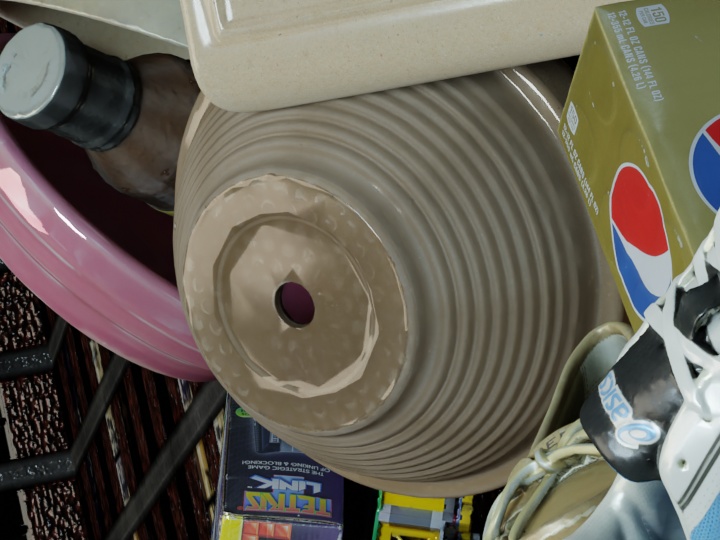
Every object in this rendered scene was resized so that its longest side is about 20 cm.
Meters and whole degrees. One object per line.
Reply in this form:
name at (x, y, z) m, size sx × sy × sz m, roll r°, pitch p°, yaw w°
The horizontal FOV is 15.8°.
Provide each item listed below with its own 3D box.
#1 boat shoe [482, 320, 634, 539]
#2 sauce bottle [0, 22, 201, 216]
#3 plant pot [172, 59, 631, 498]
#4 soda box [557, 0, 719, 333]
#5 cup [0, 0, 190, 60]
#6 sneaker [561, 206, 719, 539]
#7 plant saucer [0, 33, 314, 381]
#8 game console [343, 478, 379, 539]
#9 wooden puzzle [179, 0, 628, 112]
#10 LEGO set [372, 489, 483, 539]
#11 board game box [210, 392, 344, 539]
boat shoe at (0.075, 0.062, 0.822) m, size 0.063 × 0.073 × 0.201 m, roll 58°, pitch -159°, yaw 0°
sauce bottle at (-0.068, -0.052, 1.078) m, size 0.065 × 0.200 × 0.065 m, roll -12°, pitch 70°, yaw 35°
plant pot at (0.000, 0.000, 0.965) m, size 0.200 × 0.093 × 0.202 m, roll 11°, pitch 113°, yaw 28°
soda box at (0.122, 0.015, 0.761) m, size 0.068 × 0.064 × 0.201 m, roll 101°, pitch 154°, yaw -57°
cup at (-0.050, -0.152, 1.142) m, size 0.200 × 0.200 × 0.144 m, roll -171°, pitch 99°, yaw -76°
sneaker at (0.098, 0.018, 0.635) m, size 0.072 × 0.072 × 0.201 m, roll -116°, pitch 33°, yaw -49°
plant saucer at (-0.101, -0.021, 1.133) m, size 0.051 × 0.200 × 0.201 m, roll -50°, pitch 36°, yaw 18°
game console at (0.006, 0.075, 1.207) m, size 0.177 × 0.031 × 0.201 m, roll -98°, pitch 14°, yaw -78°
wooden puzzle at (0.012, -0.164, 0.885) m, size 0.037 × 0.184 × 0.201 m, roll -32°, pitch -68°, yaw -64°
LEGO set at (0.060, 0.156, 1.103) m, size 0.200 × 0.115 × 0.154 m, roll 92°, pitch -173°, yaw -60°
board game box at (-0.043, 0.145, 1.181) m, size 0.166 × 0.056 × 0.201 m, roll -92°, pitch 9°, yaw -58°
